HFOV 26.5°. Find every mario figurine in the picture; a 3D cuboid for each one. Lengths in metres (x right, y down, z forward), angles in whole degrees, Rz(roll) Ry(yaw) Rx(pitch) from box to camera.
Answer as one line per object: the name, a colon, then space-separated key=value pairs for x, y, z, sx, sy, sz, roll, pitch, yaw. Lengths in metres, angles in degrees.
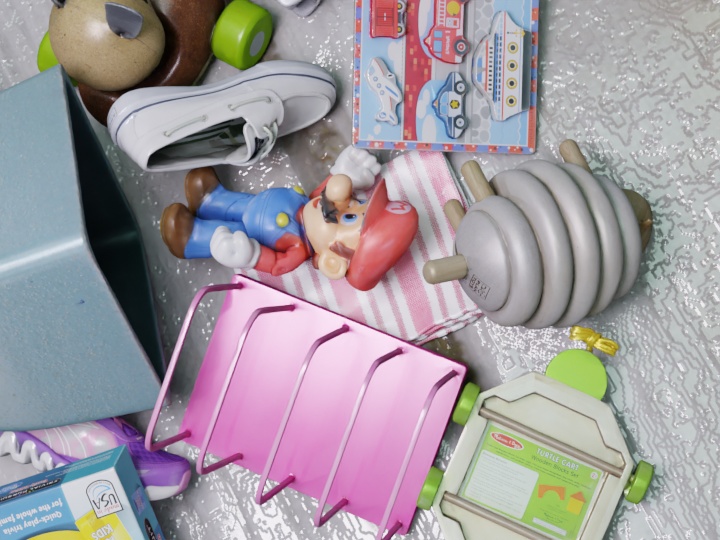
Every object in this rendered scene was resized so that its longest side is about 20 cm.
mario figurine: x=-0.052 y=-0.051 z=1.175 sx=0.198 sy=0.106 sz=0.125 roll=5 pitch=77 yaw=17

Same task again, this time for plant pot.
plant pot: x=-0.275 y=0.003 z=1.146 sx=0.198 sy=0.197 sz=0.197 roll=-17 pitch=48 yaw=1

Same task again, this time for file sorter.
file sorter: x=-0.042 y=0.105 z=1.137 sx=0.198 sy=0.125 sz=0.140 roll=21 pitch=96 yaw=10

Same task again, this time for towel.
towel: x=0.000 y=0.000 z=1.216 sx=0.198 sy=0.030 sz=0.148 roll=-25 pitch=75 yaw=8

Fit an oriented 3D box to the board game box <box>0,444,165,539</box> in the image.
board game box: x=-0.213 y=0.251 z=1.162 sx=0.149 sy=0.047 sz=0.202 roll=-19 pitch=104 yaw=9

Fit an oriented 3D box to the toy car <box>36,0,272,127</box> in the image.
toy car: x=-0.188 y=-0.201 z=1.206 sx=0.163 sy=0.200 sz=0.159 roll=28 pitch=87 yaw=16

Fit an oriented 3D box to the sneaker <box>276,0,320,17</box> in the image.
sneaker: x=-0.007 y=-0.250 z=1.244 sx=0.199 sy=0.075 sz=0.116 roll=29 pitch=97 yaw=9

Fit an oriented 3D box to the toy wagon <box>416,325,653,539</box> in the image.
toy wagon: x=0.140 y=0.140 z=1.145 sx=0.154 sy=0.040 sz=0.202 roll=23 pitch=85 yaw=6

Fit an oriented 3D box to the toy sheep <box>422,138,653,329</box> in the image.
toy sheep: x=0.132 y=-0.021 z=1.135 sx=0.198 sy=0.138 sz=0.139 roll=-16 pitch=75 yaw=-20

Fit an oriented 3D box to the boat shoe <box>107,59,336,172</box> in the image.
boat shoe: x=-0.098 y=-0.110 z=1.196 sx=0.198 sy=0.074 sz=0.067 roll=-16 pitch=54 yaw=-28

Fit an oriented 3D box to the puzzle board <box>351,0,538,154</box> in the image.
puzzle board: x=0.068 y=-0.194 z=1.191 sx=0.149 sy=0.017 sz=0.203 roll=1 pitch=93 yaw=-12

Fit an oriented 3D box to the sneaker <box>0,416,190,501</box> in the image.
sneaker: x=-0.223 y=0.119 z=1.211 sx=0.198 sy=0.080 sz=0.089 roll=19 pitch=94 yaw=16
